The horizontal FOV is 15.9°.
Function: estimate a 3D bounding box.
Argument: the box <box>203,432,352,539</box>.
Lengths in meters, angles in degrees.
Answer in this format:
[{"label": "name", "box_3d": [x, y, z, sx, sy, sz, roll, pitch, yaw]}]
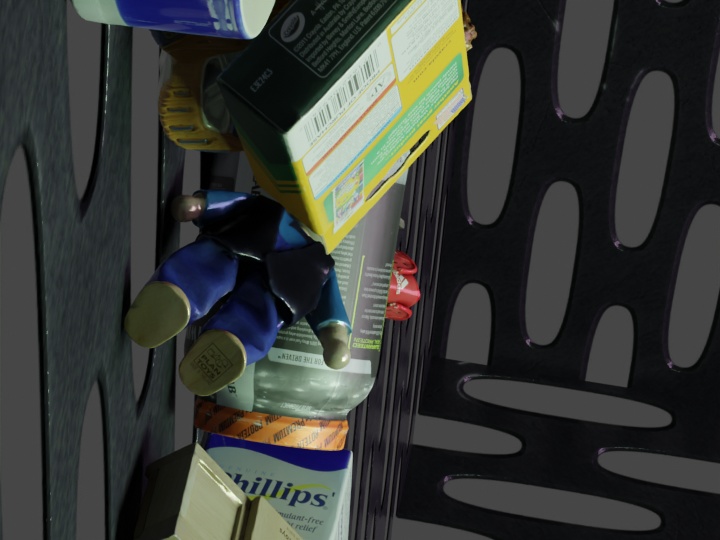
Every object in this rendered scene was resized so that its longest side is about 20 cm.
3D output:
[{"label": "box", "box_3d": [-0.074, 0.245, 1.768, 0.184, 0.105, 0.200, 94, 8, -45]}]

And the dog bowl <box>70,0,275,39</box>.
[{"label": "dog bowl", "box_3d": [-0.071, -0.204, 1.138, 0.200, 0.079, 0.201, 8, 90, -85]}]

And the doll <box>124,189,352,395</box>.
[{"label": "doll", "box_3d": [-0.057, 0.006, 1.457, 0.048, 0.136, 0.200, -49, 179, 30]}]

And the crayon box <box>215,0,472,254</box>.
[{"label": "crayon box", "box_3d": [-0.004, -0.096, 1.352, 0.126, 0.052, 0.200, -48, 165, -9]}]

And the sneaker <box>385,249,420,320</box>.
[{"label": "sneaker", "box_3d": [0.000, 0.000, 1.766, 0.200, 0.115, 0.079, -149, -113, -69]}]

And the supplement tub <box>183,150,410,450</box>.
[{"label": "supplement tub", "box_3d": [-0.042, 0.006, 1.605, 0.123, 0.122, 0.200, 10, 89, -85]}]

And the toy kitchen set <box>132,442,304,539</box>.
[{"label": "toy kitchen set", "box_3d": [-0.113, 0.250, 1.531, 0.200, 0.180, 0.163, 49, 29, -27]}]

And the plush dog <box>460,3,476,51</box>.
[{"label": "plush dog", "box_3d": [-0.017, -0.164, 1.504, 0.160, 0.200, 0.172, 41, 40, -37]}]

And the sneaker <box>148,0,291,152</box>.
[{"label": "sneaker", "box_3d": [-0.074, -0.147, 1.333, 0.200, 0.075, 0.088, 108, -13, -58]}]

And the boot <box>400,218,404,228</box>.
[{"label": "boot", "box_3d": [0.002, -0.135, 1.761, 0.186, 0.064, 0.200, 40, 56, -75]}]
